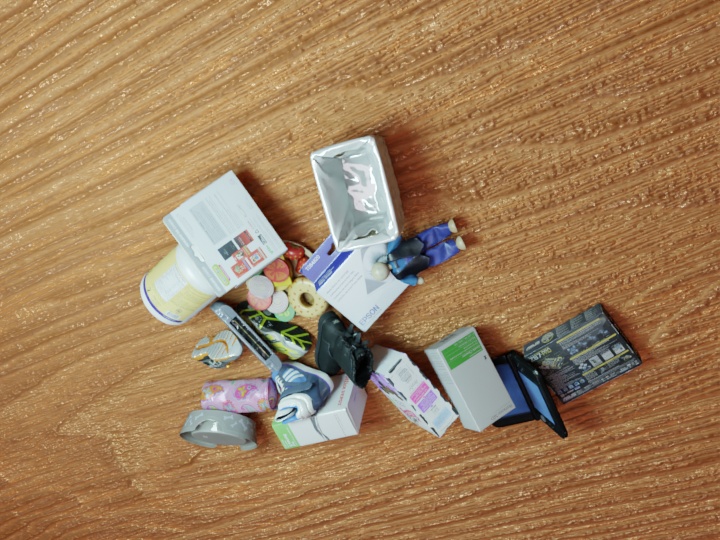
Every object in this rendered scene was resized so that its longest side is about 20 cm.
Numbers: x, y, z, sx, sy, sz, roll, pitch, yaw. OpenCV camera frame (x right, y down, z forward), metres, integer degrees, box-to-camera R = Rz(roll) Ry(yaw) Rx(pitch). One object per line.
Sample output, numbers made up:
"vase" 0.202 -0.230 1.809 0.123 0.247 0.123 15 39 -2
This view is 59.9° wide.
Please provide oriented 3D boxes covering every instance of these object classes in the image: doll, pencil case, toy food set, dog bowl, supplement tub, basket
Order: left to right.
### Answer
"supplement tub" -0.378 0.014 1.395 0.199 0.146 0.146 -36 106 25
"dog bowl" -0.359 0.409 1.602 0.197 0.059 0.201 5 151 3
"pencil case" -0.301 0.316 1.577 0.197 0.088 0.088 -7 116 14
"toy food set" -0.175 0.025 1.417 0.195 0.049 0.202 -9 116 15
"basket" 0.002 -0.155 1.225 0.134 0.123 0.202 -12 101 16
"doll" 0.112 -0.037 1.296 0.198 0.048 0.138 -27 101 3

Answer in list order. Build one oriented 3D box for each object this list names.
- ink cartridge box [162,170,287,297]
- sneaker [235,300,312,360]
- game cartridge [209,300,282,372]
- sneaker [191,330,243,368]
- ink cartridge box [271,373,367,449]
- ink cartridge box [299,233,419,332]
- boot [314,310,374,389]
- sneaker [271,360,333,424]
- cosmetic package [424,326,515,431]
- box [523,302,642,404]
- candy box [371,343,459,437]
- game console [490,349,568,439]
"ink cartridge box" -0.281 -0.071 1.294 0.175 0.084 0.201 -36 94 -15
"sneaker" -0.214 0.148 1.475 0.199 0.076 0.077 35 124 -4
"game cartridge" -0.269 0.150 1.459 0.040 0.133 0.200 -45 108 -17
"sneaker" -0.330 0.198 1.504 0.077 0.079 0.199 43 150 -26
"ink cartridge box" -0.095 0.336 1.509 0.198 0.146 0.085 -16 115 19
"ink cartridge box" 0.000 0.000 1.350 0.199 0.041 0.200 39 104 -11
"boot" -0.035 0.203 1.410 0.073 0.162 0.200 -21 133 -27
"sneaker" -0.173 0.291 1.467 0.198 0.146 0.081 5 123 38
"cosmetic package" 0.239 0.237 1.374 0.107 0.085 0.201 -29 90 -17
"box" 0.486 0.187 1.375 0.199 0.049 0.161 -36 108 25
"candy box" 0.106 0.270 1.423 0.072 0.167 0.200 -45 105 -15
"game console" 0.354 0.297 1.424 0.116 0.176 0.201 -31 111 -6
